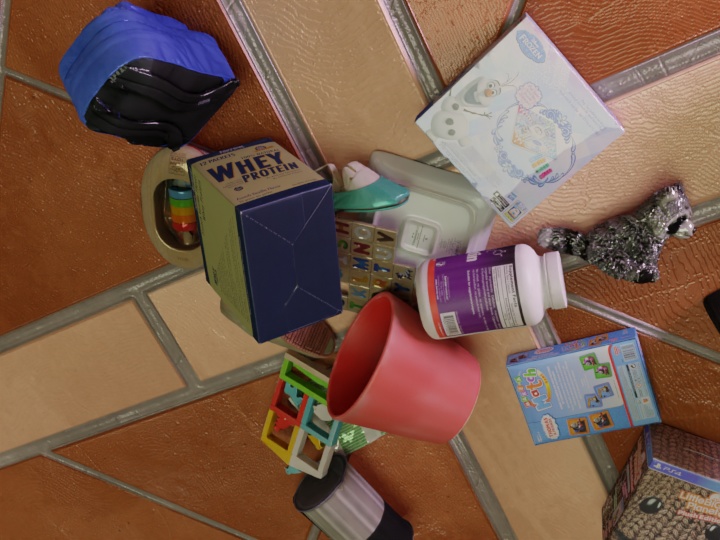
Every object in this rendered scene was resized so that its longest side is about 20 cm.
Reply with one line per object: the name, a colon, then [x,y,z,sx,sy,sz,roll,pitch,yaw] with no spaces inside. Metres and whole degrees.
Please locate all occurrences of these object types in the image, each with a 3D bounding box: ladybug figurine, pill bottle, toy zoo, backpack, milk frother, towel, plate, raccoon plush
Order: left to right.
backpack: [-0.298,-0.261,1.211,0.163,0.199,0.169,-46,69,26]
ladybug figurine: [-0.259,-0.102,1.366,0.133,0.072,0.203,10,119,9]
toy zoo: [-0.093,0.248,1.493,0.130,0.020,0.203,28,113,24]
milk frother: [-0.042,0.451,1.518,0.179,0.201,0.188,-28,114,35]
towel: [-0.004,0.218,1.497,0.198,0.023,0.153,-31,105,26]
plate: [0.088,-0.054,1.328,0.197,0.032,0.202,16,119,5]
pill bottle: [0.182,0.027,1.266,0.197,0.113,0.114,-10,114,16]
raccoon plush: [0.346,-0.067,1.227,0.196,0.097,0.136,13,112,7]

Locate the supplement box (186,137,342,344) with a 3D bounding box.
supplement box: [-0.133,-0.047,1.265,0.132,0.199,0.203,-18,123,-24]

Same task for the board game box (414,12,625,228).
board game box: [0.209,-0.195,1.211,0.198,0.044,0.200,-40,102,23]

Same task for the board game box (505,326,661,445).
board game box: [0.337,0.179,1.382,0.197,0.037,0.153,-15,112,20]

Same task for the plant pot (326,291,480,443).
plant pot: [0.070,0.159,1.358,0.175,0.202,0.201,25,121,-18]

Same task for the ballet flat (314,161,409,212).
ballet flat: [-0.024,-0.116,1.283,0.197,0.067,0.071,-3,115,36]

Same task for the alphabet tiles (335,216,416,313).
alphabet tiles: [0.000,0.000,1.351,0.164,0.008,0.202,13,140,7]

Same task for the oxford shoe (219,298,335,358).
oxford shoe: [-0.132,0.084,1.446,0.198,0.071,0.074,31,145,-4]

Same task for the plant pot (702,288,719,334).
plant pot: [0.599,0.104,1.198,0.199,0.178,0.200,-35,105,26]

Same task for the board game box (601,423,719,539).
board game box: [0.482,0.357,1.403,0.157,0.097,0.203,18,120,4]
